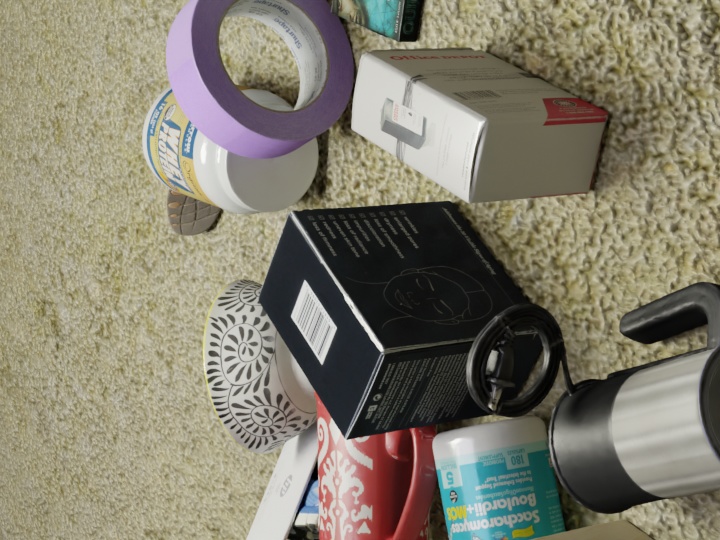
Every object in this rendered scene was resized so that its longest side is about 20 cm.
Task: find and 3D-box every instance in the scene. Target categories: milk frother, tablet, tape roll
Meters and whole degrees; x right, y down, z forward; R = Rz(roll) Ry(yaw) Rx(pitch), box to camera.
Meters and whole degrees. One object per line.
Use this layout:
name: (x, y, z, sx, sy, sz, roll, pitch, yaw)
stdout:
milk frother: (0.215, 0.100, 1.264, 0.188, 0.199, 0.181, -25, 69, 55)
tablet: (-0.087, 0.252, 1.804, 0.130, 0.014, 0.201, -31, 34, 63)
tape roll: (-0.108, -0.226, 1.708, 0.066, 0.200, 0.201, -25, 74, 56)

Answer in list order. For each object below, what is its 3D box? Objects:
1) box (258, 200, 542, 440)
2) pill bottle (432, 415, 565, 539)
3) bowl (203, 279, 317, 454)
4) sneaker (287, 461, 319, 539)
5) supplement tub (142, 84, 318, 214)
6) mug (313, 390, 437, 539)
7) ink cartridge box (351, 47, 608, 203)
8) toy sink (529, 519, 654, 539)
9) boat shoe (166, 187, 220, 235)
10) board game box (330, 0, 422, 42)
box: (0.039, 0.042, 1.525, 0.200, 0.196, 0.124, 56, 138, 37)
pill bottle: (0.137, 0.243, 1.481, 0.111, 0.110, 0.201, -22, 76, 56)
bowl: (-0.082, 0.102, 1.766, 0.094, 0.201, 0.202, -9, 86, 28)
sneaker: (-0.047, 0.273, 1.813, 0.089, 0.078, 0.200, -67, 13, -20)
supplement tub: (-0.152, -0.145, 1.837, 0.200, 0.144, 0.145, 20, 111, 54)
mug: (0.013, 0.223, 1.595, 0.178, 0.133, 0.201, 58, -146, -84)
ink cartridge box: (0.104, -0.137, 1.446, 0.200, 0.145, 0.085, 39, 127, 48)
toy sink: (0.198, 0.338, 1.386, 0.112, 0.130, 0.201, 32, 122, 51)
boat shoe: (-0.207, -0.138, 2.007, 0.073, 0.074, 0.201, -98, 18, -55)
board game box: (0.025, -0.352, 1.644, 0.135, 0.028, 0.201, 32, 120, 50)
